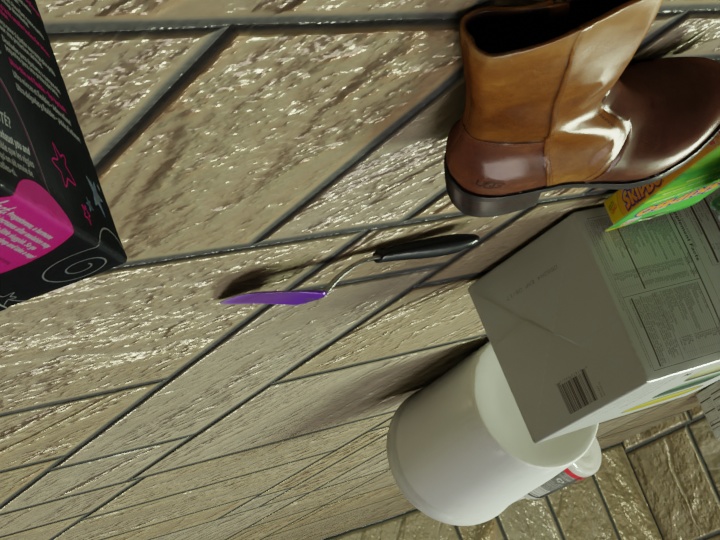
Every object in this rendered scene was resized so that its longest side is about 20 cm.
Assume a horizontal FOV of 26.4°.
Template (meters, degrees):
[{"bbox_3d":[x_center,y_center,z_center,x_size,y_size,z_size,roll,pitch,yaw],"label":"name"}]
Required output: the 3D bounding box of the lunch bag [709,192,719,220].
[{"bbox_3d":[0.389,-0.045,1.131,0.200,0.170,0.127,-41,179,14],"label":"lunch bag"}]

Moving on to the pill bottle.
[{"bbox_3d":[0.344,0.363,2.869,0.111,0.111,0.200,-7,161,-47],"label":"pill bottle"}]

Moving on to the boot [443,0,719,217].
[{"bbox_3d":[0.134,-0.112,0.821,0.188,0.069,0.200,-13,158,-6],"label":"boot"}]

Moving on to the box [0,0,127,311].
[{"bbox_3d":[-0.169,-0.049,0.425,0.132,0.115,0.200,-22,166,5],"label":"box"}]

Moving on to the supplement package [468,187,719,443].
[{"bbox_3d":[0.233,0.035,1.307,0.200,0.151,0.152,-11,163,-38],"label":"supplement package"}]

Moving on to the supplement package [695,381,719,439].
[{"bbox_3d":[0.858,0.270,3.315,0.200,0.111,0.156,-18,166,-13],"label":"supplement package"}]

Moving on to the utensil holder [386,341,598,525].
[{"bbox_3d":[0.146,0.176,1.696,0.170,0.170,0.200,-14,163,-30],"label":"utensil holder"}]

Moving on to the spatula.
[{"bbox_3d":[0.000,0.000,1.081,0.200,0.021,0.057,-18,179,-26],"label":"spatula"}]

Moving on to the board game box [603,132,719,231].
[{"bbox_3d":[0.266,-0.085,1.155,0.095,0.030,0.200,-15,163,-30],"label":"board game box"}]
